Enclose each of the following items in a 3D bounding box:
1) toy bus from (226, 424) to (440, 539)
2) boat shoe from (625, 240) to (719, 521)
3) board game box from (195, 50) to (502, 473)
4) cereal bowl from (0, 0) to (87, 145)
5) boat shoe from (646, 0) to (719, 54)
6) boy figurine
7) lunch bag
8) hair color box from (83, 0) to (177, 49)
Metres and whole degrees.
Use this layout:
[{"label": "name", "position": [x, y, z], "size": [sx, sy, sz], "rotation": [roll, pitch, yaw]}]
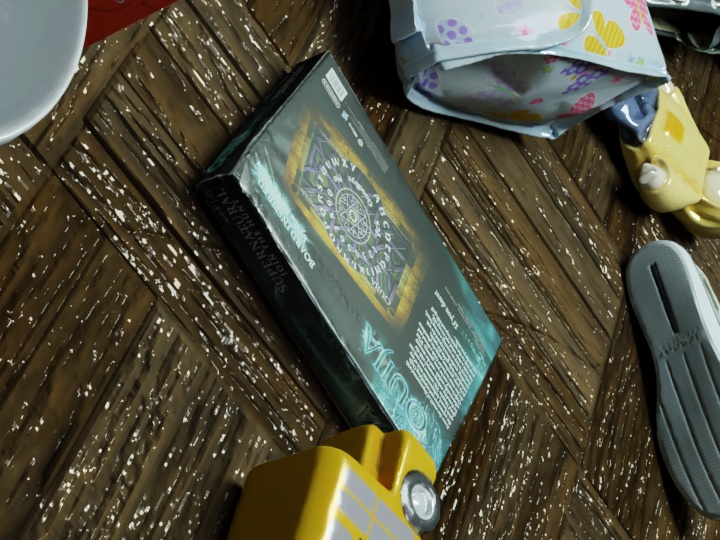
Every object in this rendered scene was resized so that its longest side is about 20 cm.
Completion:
[{"label": "toy bus", "position": [-0.024, 0.151, 0.758], "size": [0.078, 0.065, 0.201], "rotation": [46, 41, -29]}, {"label": "boat shoe", "position": [0.239, 0.073, 1.172], "size": [0.062, 0.072, 0.202], "rotation": [13, 60, -49]}, {"label": "board game box", "position": [0.000, 0.000, 0.903], "size": [0.201, 0.028, 0.135], "rotation": [58, 35, -18]}, {"label": "cereal bowl", "position": [-0.200, -0.125, 0.630], "size": [0.200, 0.083, 0.202], "rotation": [31, 50, -45]}, {"label": "boat shoe", "position": [0.270, -0.202, 1.351], "size": [0.199, 0.075, 0.061], "rotation": [12, 68, -30]}, {"label": "boy figurine", "position": [0.223, -0.093, 1.245], "size": [0.200, 0.064, 0.125], "rotation": [50, 35, -23]}, {"label": "lunch bag", "position": [0.085, -0.185, 1.039], "size": [0.199, 0.127, 0.171], "rotation": [7, 65, -47]}, {"label": "hair color box", "position": [-0.077, -0.173, 0.726], "size": [0.061, 0.199, 0.102], "rotation": [39, 44, -37]}]
